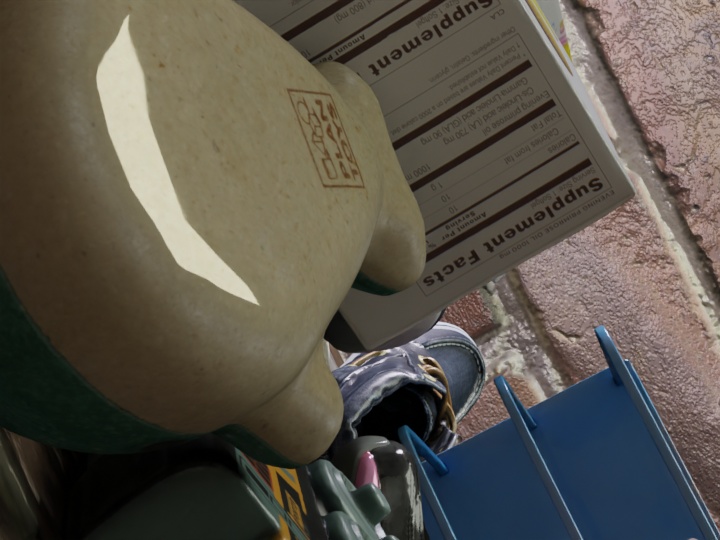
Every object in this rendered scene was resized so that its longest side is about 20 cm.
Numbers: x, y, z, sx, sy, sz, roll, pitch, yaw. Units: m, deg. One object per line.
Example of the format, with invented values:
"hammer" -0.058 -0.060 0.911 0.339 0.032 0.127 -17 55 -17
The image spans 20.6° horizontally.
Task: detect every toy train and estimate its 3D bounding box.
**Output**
"toy train" -0.040 0.086 0.616 0.114 0.085 0.200 54 3 -14

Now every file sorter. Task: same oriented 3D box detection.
"file sorter" 0.052 0.130 0.845 0.139 0.199 0.123 64 5 21

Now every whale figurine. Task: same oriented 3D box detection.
"whale figurine" -0.055 -0.017 0.544 0.200 0.104 0.160 -12 79 -64

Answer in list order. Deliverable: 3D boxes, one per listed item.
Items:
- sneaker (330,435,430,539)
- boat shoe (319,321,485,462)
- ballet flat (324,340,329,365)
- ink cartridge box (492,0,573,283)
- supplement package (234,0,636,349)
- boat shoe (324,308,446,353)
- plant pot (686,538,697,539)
"sneaker" 0.034 0.157 0.746 0.079 0.095 0.201 -167 -112 -76
"boat shoe" 0.024 0.072 1.005 0.200 0.091 0.071 -22 101 -49
"ballet flat" -0.064 0.016 1.063 0.201 0.075 0.068 64 -32 15
"ink cartridge box" 0.014 -0.112 0.879 0.147 0.086 0.200 30 -28 40
"supplement package" -0.007 -0.096 0.673 0.200 0.109 0.114 55 11 -26
"boat shoe" 0.000 0.000 0.884 0.200 0.065 0.072 174 -86 -65
"plant pot" 0.078 0.215 0.640 0.201 0.173 0.200 63 1 -2
